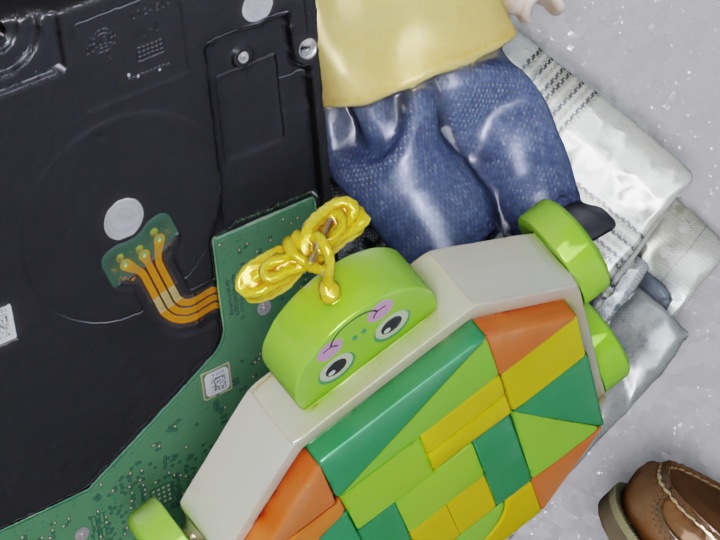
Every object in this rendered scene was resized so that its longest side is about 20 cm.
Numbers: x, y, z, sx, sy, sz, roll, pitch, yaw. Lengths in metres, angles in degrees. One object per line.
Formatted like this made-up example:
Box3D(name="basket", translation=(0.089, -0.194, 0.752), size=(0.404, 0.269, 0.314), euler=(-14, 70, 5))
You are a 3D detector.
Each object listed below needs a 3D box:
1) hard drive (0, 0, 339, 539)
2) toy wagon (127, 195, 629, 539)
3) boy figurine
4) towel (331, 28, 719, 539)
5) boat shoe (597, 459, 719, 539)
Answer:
Box3D(name="hard drive", translation=(-0.073, 0.003, 0.758), size=(0.139, 0.038, 0.201), euler=(-25, 129, -24))
Box3D(name="toy wagon", translation=(0.007, 0.044, 0.760), size=(0.155, 0.200, 0.040), euler=(-37, 65, -7))
Box3D(name="boy figurine", translation=(-0.001, -0.082, 0.825), size=(0.124, 0.064, 0.200), euler=(-28, 88, -17))
Box3D(name="towel", translation=(0.000, 0.000, 0.867), size=(0.200, 0.035, 0.193), euler=(40, 82, -5))
Box3D(name="boat shoe", translation=(0.171, 0.112, 0.866), size=(0.200, 0.072, 0.068), euler=(34, 113, -15))
